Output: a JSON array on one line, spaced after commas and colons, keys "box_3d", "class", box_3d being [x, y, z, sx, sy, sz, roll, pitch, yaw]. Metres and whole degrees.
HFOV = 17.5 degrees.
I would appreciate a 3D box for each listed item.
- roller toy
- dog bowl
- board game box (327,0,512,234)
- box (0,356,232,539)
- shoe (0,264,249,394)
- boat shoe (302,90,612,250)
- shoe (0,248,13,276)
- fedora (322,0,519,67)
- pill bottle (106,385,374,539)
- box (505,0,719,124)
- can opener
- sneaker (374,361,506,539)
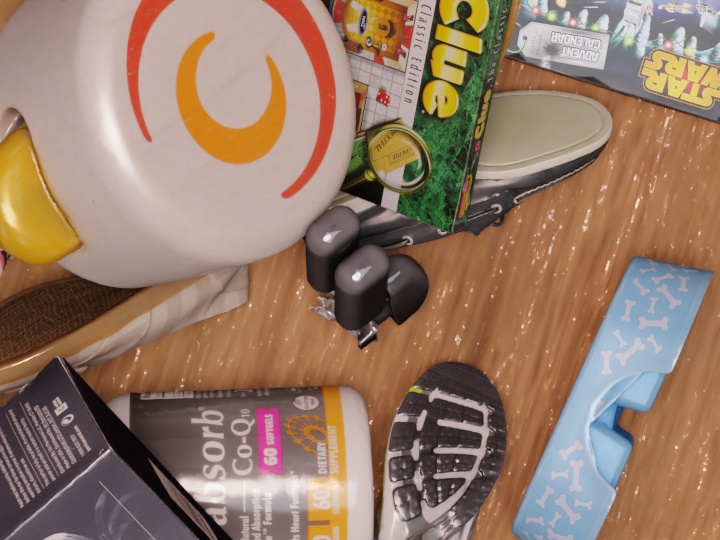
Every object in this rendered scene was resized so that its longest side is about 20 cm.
[{"box_3d": [-0.108, -0.083, 1.277, 0.182, 0.139, 0.201, 23, 68, -34], "class": "roller toy"}, {"box_3d": [0.147, 0.083, 1.386, 0.049, 0.111, 0.201, 25, 93, 7], "class": "dog bowl"}, {"box_3d": [0.029, -0.130, 1.293, 0.104, 0.023, 0.201, 20, 116, 21], "class": "board game box"}, {"box_3d": [-0.157, 0.185, 1.227, 0.182, 0.104, 0.200, -40, 125, -1], "class": "box"}, {"box_3d": [-0.143, 0.029, 1.349, 0.199, 0.070, 0.054, -28, 125, -30], "class": "shoe"}, {"box_3d": [0.055, -0.049, 1.387, 0.198, 0.075, 0.066, -19, 132, -7], "class": "boat shoe"}, {"box_3d": [-0.203, -0.036, 1.325, 0.199, 0.072, 0.091, -12, 59, -24], "class": "shoe"}, {"box_3d": [0.021, -0.181, 1.343, 0.199, 0.082, 0.202, 10, 112, 26], "class": "fedora"}, {"box_3d": [-0.095, 0.128, 1.362, 0.199, 0.116, 0.117, -2, 95, -5], "class": "pill bottle"}, {"box_3d": [0.173, -0.172, 1.396, 0.199, 0.040, 0.138, 16, 95, -6], "class": "box"}, {"box_3d": [0.000, 0.000, 1.323, 0.066, 0.200, 0.053, -39, 81, -4], "class": "can opener"}, {"box_3d": [0.035, 0.152, 1.400, 0.073, 0.081, 0.201, 17, 75, -8], "class": "sneaker"}]
